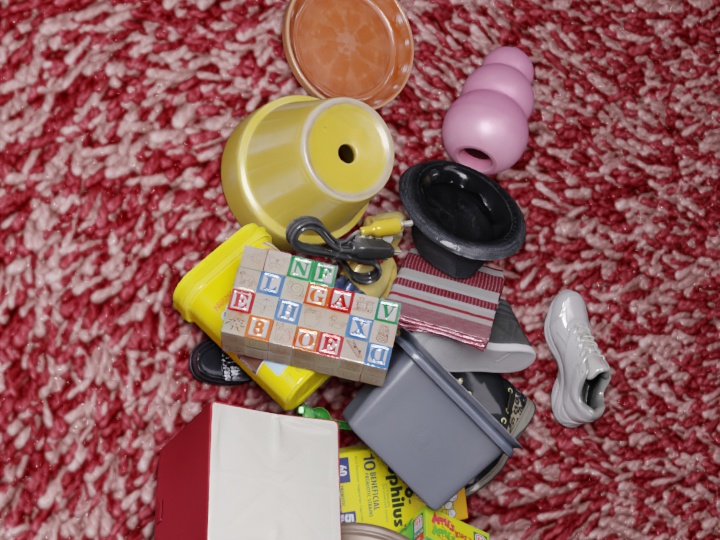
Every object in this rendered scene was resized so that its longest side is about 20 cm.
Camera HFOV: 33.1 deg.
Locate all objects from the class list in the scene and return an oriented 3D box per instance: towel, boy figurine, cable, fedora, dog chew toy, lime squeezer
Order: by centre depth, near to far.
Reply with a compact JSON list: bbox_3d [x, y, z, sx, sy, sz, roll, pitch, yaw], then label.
[{"bbox_3d":[-0.024,-0.032,1.530,0.199,0.097,0.051,6,39,-37],"label":"cable"},{"bbox_3d":[-0.053,0.196,1.562,0.200,0.070,0.038,28,82,-57],"label":"lime squeezer"},{"bbox_3d":[0.113,0.034,1.614,0.143,0.023,0.200,16,29,6],"label":"towel"},{"bbox_3d":[0.000,0.000,1.628,0.124,0.064,0.201,39,65,-36],"label":"boy figurine"},{"bbox_3d":[0.129,-0.059,1.658,0.198,0.092,0.202,12,40,-10],"label":"fedora"},{"bbox_3d":[0.193,-0.237,1.737,0.124,0.124,0.201,32,62,-20],"label":"dog chew toy"}]

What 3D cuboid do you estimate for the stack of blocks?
[{"bbox_3d":[-0.055,0.054,1.431,0.198,0.059,0.116,13,64,2],"label":"stack of blocks"}]

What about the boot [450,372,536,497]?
[{"bbox_3d":[0.146,0.199,1.669,0.154,0.073,0.204,51,50,-10],"label":"boot"}]

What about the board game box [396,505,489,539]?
[{"bbox_3d":[0.065,0.386,1.542,0.101,0.200,0.048,27,37,-21],"label":"board game box"}]

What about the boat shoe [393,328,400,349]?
[{"bbox_3d":[0.042,0.099,1.612,0.200,0.071,0.077,48,43,-53],"label":"boat shoe"}]

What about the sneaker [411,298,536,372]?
[{"bbox_3d":[0.139,0.079,1.637,0.198,0.071,0.100,9,44,-30],"label":"sneaker"}]

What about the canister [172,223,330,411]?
[{"bbox_3d":[-0.112,0.058,1.504,0.200,0.087,0.148,42,67,16],"label":"canister"}]

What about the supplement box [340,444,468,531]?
[{"bbox_3d":[0.026,0.283,1.581,0.198,0.109,0.110,-4,85,-28],"label":"supplement box"}]

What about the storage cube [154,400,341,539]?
[{"bbox_3d":[-0.135,0.274,1.434,0.169,0.180,0.202,13,59,-24],"label":"storage cube"}]

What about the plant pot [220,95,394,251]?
[{"bbox_3d":[-0.055,-0.135,1.552,0.199,0.188,0.203,3,82,-26],"label":"plant pot"}]

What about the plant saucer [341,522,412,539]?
[{"bbox_3d":[0.003,0.392,1.502,0.200,0.200,0.030,39,33,-17],"label":"plant saucer"}]

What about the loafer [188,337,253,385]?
[{"bbox_3d":[-0.119,0.107,1.556,0.198,0.063,0.073,-2,84,-28],"label":"loafer"}]

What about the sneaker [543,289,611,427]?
[{"bbox_3d":[0.327,0.126,1.763,0.077,0.099,0.202,-4,85,-28],"label":"sneaker"}]

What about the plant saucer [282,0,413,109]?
[{"bbox_3d":[-0.018,-0.317,1.684,0.198,0.032,0.203,4,82,-28],"label":"plant saucer"}]

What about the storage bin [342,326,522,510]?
[{"bbox_3d":[0.076,0.188,1.500,0.134,0.146,0.200,-44,98,-3],"label":"storage bin"}]
